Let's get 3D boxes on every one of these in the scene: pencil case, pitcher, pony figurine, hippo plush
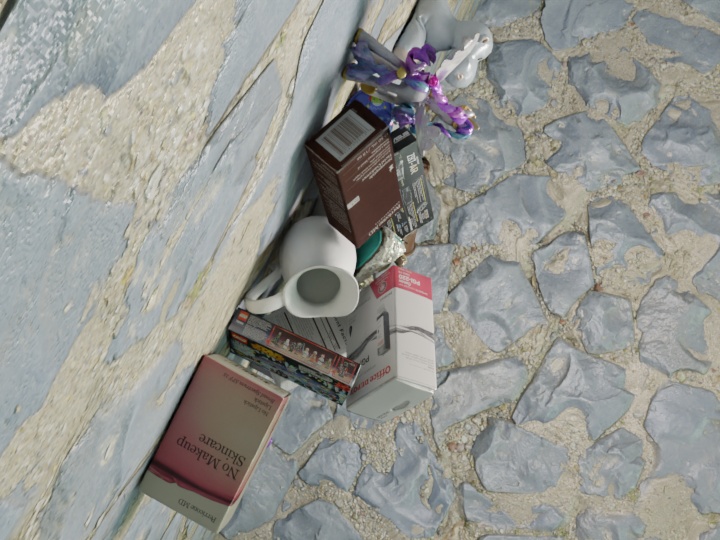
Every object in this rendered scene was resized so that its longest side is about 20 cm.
[{"bbox_3d":[0.016,-0.235,1.383,0.200,0.077,0.088,57,53,-87],"label":"pencil case"},{"bbox_3d":[-0.088,0.000,1.280,0.201,0.168,0.123,-97,178,-65],"label":"pitcher"},{"bbox_3d":[0.076,-0.244,1.132,0.169,0.198,0.193,-62,178,4],"label":"pony figurine"},{"bbox_3d":[0.165,-0.428,1.578,0.203,0.159,0.159,-63,177,8],"label":"hippo plush"}]

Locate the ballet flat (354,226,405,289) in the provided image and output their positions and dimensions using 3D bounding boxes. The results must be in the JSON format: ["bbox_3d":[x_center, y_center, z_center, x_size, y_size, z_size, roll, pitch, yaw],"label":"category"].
[{"bbox_3d":[0.000,0.000,1.380,0.199,0.072,0.072,-36,-164,40],"label":"ballet flat"}]

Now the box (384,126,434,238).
[{"bbox_3d":[0.032,-0.116,1.374,0.159,0.044,0.201,-32,145,-8],"label":"box"}]

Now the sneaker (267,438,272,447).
[{"bbox_3d":[-0.210,0.280,1.557,0.073,0.113,0.201,-60,176,-12],"label":"sneaker"}]

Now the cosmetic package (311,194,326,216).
[{"bbox_3d":[-0.044,-0.042,1.546,0.084,0.109,0.201,-12,148,-29],"label":"cosmetic package"}]

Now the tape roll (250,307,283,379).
[{"bbox_3d":[-0.150,0.120,1.729,0.200,0.065,0.203,90,26,-86],"label":"tape roll"}]

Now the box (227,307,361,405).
[{"bbox_3d":[-0.101,0.131,1.270,0.137,0.197,0.040,109,6,-68],"label":"box"}]

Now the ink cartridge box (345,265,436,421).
[{"bbox_3d":[0.046,0.118,1.353,0.145,0.084,0.203,-39,-137,44],"label":"ink cartridge box"}]

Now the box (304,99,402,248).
[{"bbox_3d":[-0.006,-0.130,1.192,0.100,0.075,0.201,-43,156,-13],"label":"box"}]

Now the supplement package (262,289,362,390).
[{"bbox_3d":[-0.077,0.115,1.503,0.197,0.121,0.121,-24,167,-12],"label":"supplement package"}]

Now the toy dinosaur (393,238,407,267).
[{"bbox_3d":[0.065,-0.097,1.508,0.048,0.087,0.202,75,-3,-47],"label":"toy dinosaur"}]

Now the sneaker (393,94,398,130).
[{"bbox_3d":[0.071,-0.276,1.722,0.074,0.114,0.202,108,8,-66],"label":"sneaker"}]

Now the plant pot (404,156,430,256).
[{"bbox_3d":[0.055,-0.164,1.865,0.201,0.197,0.201,-58,167,-64],"label":"plant pot"}]

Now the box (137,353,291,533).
[{"bbox_3d":[-0.196,0.232,1.169,0.203,0.126,0.109,-64,177,-4],"label":"box"}]
